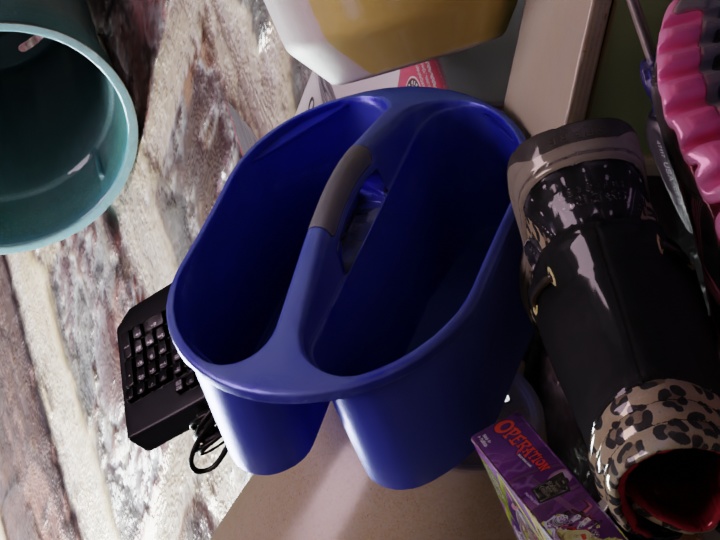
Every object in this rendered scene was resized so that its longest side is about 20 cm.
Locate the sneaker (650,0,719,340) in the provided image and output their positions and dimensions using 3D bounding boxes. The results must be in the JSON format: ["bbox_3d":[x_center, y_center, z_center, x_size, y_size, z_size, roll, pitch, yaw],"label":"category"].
[{"bbox_3d":[0.158,-0.021,1.163,0.095,0.079,0.201,104,158,-59],"label":"sneaker"}]

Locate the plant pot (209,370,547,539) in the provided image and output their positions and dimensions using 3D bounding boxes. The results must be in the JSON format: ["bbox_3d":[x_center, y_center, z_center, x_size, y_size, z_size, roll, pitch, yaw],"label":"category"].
[{"bbox_3d":[0.014,0.133,1.348,0.188,0.187,0.200,-113,31,-44],"label":"plant pot"}]

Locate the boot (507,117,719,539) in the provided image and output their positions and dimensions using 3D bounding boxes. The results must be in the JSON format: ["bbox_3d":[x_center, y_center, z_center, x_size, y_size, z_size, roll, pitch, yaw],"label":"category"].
[{"bbox_3d":[0.114,0.049,1.168,0.204,0.073,0.154,65,-171,-58],"label":"boot"}]

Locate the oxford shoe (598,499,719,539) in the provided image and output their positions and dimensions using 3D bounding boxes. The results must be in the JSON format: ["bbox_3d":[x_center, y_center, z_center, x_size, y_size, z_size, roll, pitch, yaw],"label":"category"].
[{"bbox_3d":[0.118,0.127,1.269,0.200,0.058,0.076,134,128,-64],"label":"oxford shoe"}]

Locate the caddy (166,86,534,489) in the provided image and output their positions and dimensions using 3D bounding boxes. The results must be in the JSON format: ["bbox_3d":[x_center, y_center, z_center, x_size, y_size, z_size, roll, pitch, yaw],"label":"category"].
[{"bbox_3d":[0.000,0.000,1.243,0.200,0.141,0.105,-64,-30,-42],"label":"caddy"}]

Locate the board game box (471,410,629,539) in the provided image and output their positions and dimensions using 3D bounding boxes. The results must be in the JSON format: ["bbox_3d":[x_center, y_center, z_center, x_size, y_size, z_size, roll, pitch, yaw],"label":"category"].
[{"bbox_3d":[0.111,0.164,1.187,0.120,0.032,0.200,43,162,56],"label":"board game box"}]

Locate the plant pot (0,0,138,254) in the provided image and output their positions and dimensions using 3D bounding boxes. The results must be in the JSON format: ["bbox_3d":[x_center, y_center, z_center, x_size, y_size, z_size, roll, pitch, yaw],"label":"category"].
[{"bbox_3d":[-0.271,-0.151,2.093,0.196,0.199,0.201,-104,25,-50],"label":"plant pot"}]

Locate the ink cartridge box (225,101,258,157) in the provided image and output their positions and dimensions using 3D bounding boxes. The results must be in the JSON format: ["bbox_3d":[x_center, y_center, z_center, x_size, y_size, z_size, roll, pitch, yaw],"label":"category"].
[{"bbox_3d":[-0.043,0.026,1.513,0.200,0.047,0.161,61,-170,-62],"label":"ink cartridge box"}]

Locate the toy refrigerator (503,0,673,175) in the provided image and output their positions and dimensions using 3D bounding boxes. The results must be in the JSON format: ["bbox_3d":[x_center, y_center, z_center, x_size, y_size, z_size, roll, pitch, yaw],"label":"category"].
[{"bbox_3d":[0.125,-0.142,1.228,0.070,0.076,0.201,-126,42,-56],"label":"toy refrigerator"}]

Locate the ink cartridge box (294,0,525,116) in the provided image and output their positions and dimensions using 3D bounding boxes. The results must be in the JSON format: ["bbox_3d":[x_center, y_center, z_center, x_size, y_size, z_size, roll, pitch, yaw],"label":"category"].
[{"bbox_3d":[0.034,-0.068,1.448,0.200,0.084,0.146,112,150,-47],"label":"ink cartridge box"}]

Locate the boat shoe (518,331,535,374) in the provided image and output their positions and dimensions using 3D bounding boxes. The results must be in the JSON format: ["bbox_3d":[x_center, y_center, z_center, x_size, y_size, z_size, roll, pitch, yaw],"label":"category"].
[{"bbox_3d":[0.044,0.064,1.428,0.200,0.071,0.063,106,169,-48],"label":"boat shoe"}]

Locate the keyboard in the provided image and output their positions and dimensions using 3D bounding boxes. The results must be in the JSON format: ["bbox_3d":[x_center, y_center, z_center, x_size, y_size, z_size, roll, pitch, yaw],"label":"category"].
[{"bbox_3d":[-0.051,0.025,1.387,0.200,0.040,0.104,-31,59,34],"label":"keyboard"}]

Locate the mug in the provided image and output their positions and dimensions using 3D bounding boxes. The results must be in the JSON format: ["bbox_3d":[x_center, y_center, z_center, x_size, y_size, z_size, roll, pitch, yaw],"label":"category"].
[{"bbox_3d":[0.004,-0.166,1.276,0.187,0.149,0.154,-67,-39,-82],"label":"mug"}]

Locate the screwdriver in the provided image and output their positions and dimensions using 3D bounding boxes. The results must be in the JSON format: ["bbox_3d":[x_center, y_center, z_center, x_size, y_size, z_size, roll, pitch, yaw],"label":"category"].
[{"bbox_3d":[0.117,-0.104,1.201,0.029,0.028,0.201,-109,-3,-70],"label":"screwdriver"}]
